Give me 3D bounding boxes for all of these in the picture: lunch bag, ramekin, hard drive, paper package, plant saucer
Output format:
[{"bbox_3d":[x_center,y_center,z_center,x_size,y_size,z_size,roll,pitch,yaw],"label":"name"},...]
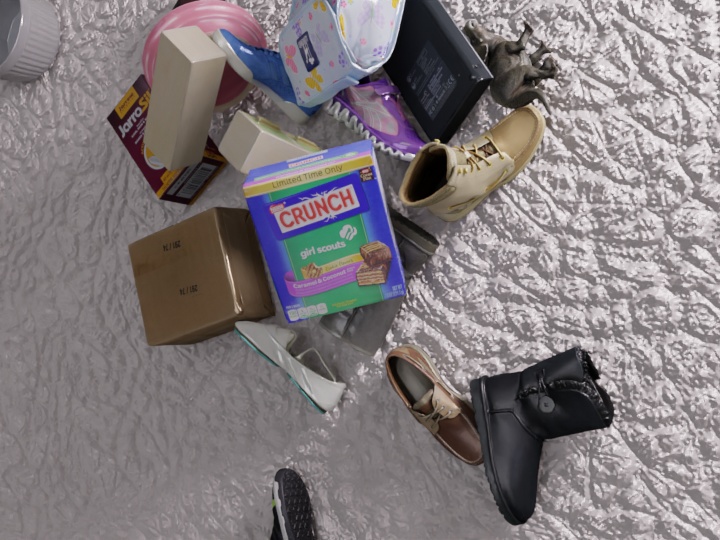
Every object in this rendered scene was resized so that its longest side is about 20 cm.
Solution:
[{"bbox_3d":[-0.030,-0.338,0.970,0.169,0.126,0.202,-6,72,61],"label":"lunch bag"},{"bbox_3d":[-0.699,-0.475,1.422,0.199,0.105,0.202,-2,86,28],"label":"ramekin"},{"bbox_3d":[0.092,-0.296,0.997,0.201,0.033,0.140,60,147,17],"label":"hard drive"},{"bbox_3d":[-0.262,0.013,1.165,0.199,0.103,0.192,-21,77,26],"label":"paper package"},{"bbox_3d":[-0.238,-0.322,1.113,0.200,0.200,0.051,-40,56,20],"label":"plant saucer"}]

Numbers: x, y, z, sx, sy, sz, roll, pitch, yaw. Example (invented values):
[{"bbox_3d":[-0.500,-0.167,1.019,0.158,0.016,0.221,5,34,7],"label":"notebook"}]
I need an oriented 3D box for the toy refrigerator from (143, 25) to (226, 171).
[{"bbox_3d":[-0.263,-0.254,1.059,0.076,0.070,0.201,45,136,19],"label":"toy refrigerator"}]

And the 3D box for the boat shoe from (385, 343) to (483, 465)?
[{"bbox_3d":[0.100,0.189,0.981,0.200,0.072,0.076,47,108,22],"label":"boat shoe"}]

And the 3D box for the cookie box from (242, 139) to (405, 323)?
[{"bbox_3d":[-0.043,-0.049,0.933,0.170,0.075,0.201,-14,114,5],"label":"cookie box"}]

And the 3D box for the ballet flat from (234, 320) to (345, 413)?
[{"bbox_3d":[-0.102,0.131,1.084,0.200,0.069,0.070,42,107,3],"label":"ballet flat"}]

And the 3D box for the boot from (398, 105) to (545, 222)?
[{"bbox_3d":[0.147,-0.149,0.928,0.200,0.155,0.073,-42,70,19],"label":"boot"}]

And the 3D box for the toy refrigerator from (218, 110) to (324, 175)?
[{"bbox_3d":[-0.094,-0.155,1.017,0.076,0.199,0.070,45,110,42],"label":"toy refrigerator"}]

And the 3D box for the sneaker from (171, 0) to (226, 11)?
[{"bbox_3d":[-0.271,-0.406,1.218,0.115,0.075,0.201,-31,63,28],"label":"sneaker"}]

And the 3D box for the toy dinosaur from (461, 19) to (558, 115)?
[{"bbox_3d":[0.207,-0.260,0.944,0.102,0.077,0.201,-35,60,26],"label":"toy dinosaur"}]

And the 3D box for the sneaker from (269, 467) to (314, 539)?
[{"bbox_3d":[-0.119,0.409,1.084,0.082,0.072,0.202,-17,80,27],"label":"sneaker"}]

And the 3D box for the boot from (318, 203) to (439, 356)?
[{"bbox_3d":[-0.001,0.000,1.036,0.181,0.073,0.201,37,110,7],"label":"boot"}]

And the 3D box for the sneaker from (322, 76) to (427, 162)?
[{"bbox_3d":[0.034,-0.228,1.028,0.200,0.080,0.089,40,111,26],"label":"sneaker"}]

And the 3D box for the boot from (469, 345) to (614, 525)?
[{"bbox_3d":[0.240,0.211,0.902,0.167,0.076,0.202,-20,72,29],"label":"boot"}]

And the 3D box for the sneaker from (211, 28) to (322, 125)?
[{"bbox_3d":[-0.121,-0.319,1.069,0.111,0.200,0.077,-43,35,13],"label":"sneaker"}]

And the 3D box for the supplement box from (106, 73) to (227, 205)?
[{"bbox_3d":[-0.336,-0.226,1.226,0.110,0.085,0.200,-44,69,19],"label":"supplement box"}]
